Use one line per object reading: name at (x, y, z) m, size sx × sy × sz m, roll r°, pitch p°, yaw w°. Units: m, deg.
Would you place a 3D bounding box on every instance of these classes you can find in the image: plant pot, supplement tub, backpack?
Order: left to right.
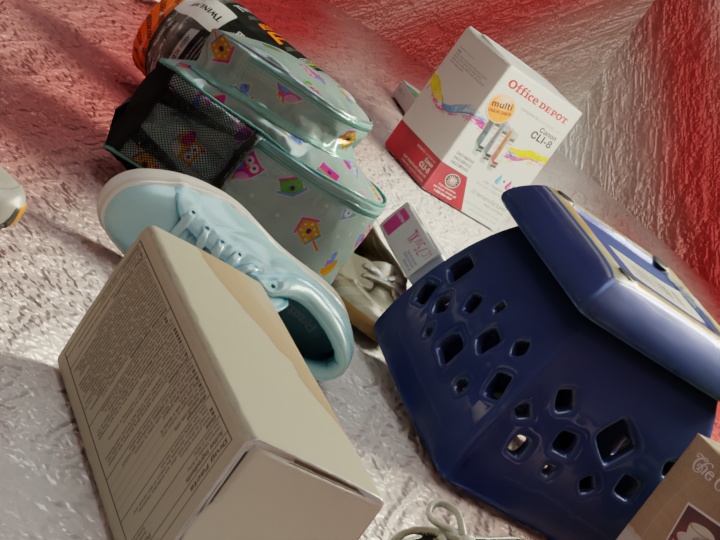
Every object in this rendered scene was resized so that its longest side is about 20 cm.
supplement tub at (-0.109, -0.166, 1.442) m, size 0.200 × 0.123 × 0.122 m, roll 41°, pitch 13°, yaw 18°
backpack at (-0.071, -0.085, 1.198) m, size 0.200 × 0.153 × 0.176 m, roll 43°, pitch 8°, yaw 4°
plant pot at (0.153, 0.068, 1.137) m, size 0.199 × 0.180 × 0.200 m, roll 31°, pitch 16°, yaw -28°

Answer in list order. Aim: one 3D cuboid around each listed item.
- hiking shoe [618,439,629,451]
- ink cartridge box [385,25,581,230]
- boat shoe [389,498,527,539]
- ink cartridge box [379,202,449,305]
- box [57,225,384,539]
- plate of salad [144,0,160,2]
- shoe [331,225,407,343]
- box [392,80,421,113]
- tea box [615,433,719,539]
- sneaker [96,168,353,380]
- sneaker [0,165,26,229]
hiking shoe at (0.327, 0.192, 1.424) m, size 0.200 × 0.076 × 0.100 m, roll 42°, pitch 17°, yaw 28°
ink cartridge box at (0.163, -0.190, 2.087) m, size 0.145 × 0.201 × 0.145 m, roll 27°, pitch 15°, yaw -33°
boat shoe at (0.041, 0.159, 0.783) m, size 0.074 × 0.068 × 0.199 m, roll 44°, pitch 15°, yaw 35°
ink cartridge box at (0.093, 0.045, 1.319) m, size 0.200 × 0.042 × 0.119 m, roll 50°, pitch 6°, yaw -24°
box at (-0.073, 0.072, 0.737) m, size 0.077 × 0.095 × 0.200 m, roll 29°, pitch 16°, yaw -32°
plate of salad at (-0.303, -0.389, 1.911) m, size 0.199 × 0.048 × 0.200 m, roll 34°, pitch 13°, yaw -9°
shoe at (0.000, 0.000, 1.289) m, size 0.070 × 0.054 × 0.200 m, roll 31°, pitch 13°, yaw -21°
box at (0.150, -0.235, 2.601) m, size 0.199 × 0.036 × 0.145 m, roll 31°, pitch 13°, yaw -18°
tea box at (0.293, 0.237, 1.029) m, size 0.196 × 0.134 × 0.200 m, roll 27°, pitch 15°, yaw -40°
sneaker at (-0.080, 0.004, 1.013) m, size 0.199 × 0.074 × 0.082 m, roll 31°, pitch 10°, yaw -20°
sneaker at (-0.261, -0.101, 0.860) m, size 0.199 × 0.092 × 0.076 m, roll 35°, pitch 13°, yaw -6°
